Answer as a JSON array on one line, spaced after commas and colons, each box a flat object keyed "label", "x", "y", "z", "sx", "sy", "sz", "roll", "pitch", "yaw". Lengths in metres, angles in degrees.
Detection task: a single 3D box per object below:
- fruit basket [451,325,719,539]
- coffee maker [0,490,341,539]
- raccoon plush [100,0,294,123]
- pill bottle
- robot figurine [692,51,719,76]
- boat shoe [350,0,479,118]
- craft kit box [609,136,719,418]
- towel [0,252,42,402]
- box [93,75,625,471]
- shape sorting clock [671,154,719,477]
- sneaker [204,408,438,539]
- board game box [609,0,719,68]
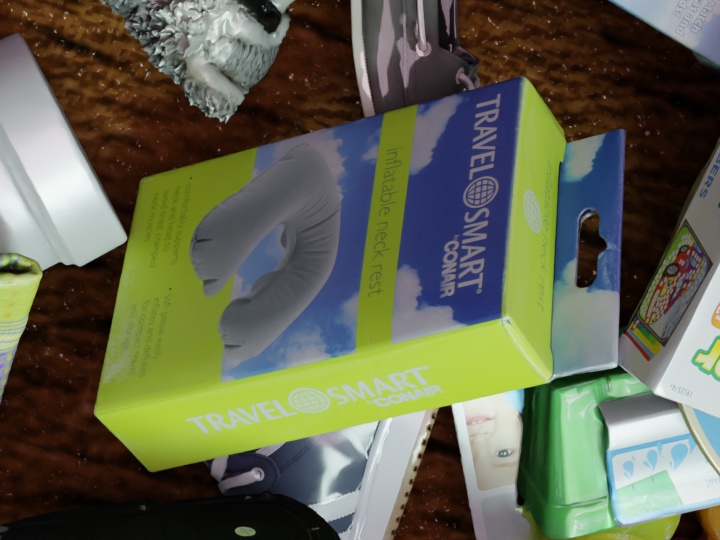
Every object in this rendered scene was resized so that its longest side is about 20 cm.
[{"label": "fruit basket", "x": 0.142, "y": 0.121, "z": 1.007, "sx": 0.185, "sy": 0.094, "sz": 0.200, "roll": -11, "pitch": 100, "yaw": -5}, {"label": "coffee maker", "x": -0.094, "y": 0.199, "z": 0.921, "sx": 0.192, "sy": 0.135, "sz": 0.200, "roll": 0, "pitch": 103, "yaw": 12}, {"label": "raccoon plush", "x": -0.119, "y": -0.127, "z": 0.975, "sx": 0.200, "sy": 0.097, "sz": 0.134, "roll": 0, "pitch": 111, "yaw": 22}, {"label": "pill bottle", "x": -0.201, "y": -0.009, "z": 0.942, "sx": 0.200, "sy": 0.116, "sz": 0.116, "roll": -27, "pitch": 98, "yaw": -3}, {"label": "robot figurine", "x": 0.204, "y": -0.165, "z": 0.974, "sx": 0.169, "sy": 0.113, "sz": 0.200, "roll": 24, "pitch": 94, "yaw": 26}, {"label": "boat shoe", "x": 0.026, "y": -0.114, "z": 0.979, "sx": 0.057, "sy": 0.067, "sz": 0.200, "roll": -7, "pitch": 94, "yaw": 10}, {"label": "craft kit box", "x": 0.220, "y": -0.018, "z": 0.872, "sx": 0.200, "sy": 0.049, "sz": 0.198, "roll": 20, "pitch": 103, "yaw": -23}, {"label": "towel", "x": -0.204, "y": 0.069, "z": 0.918, "sx": 0.143, "sy": 0.023, "sz": 0.200, "roll": -7, "pitch": 140, "yaw": -29}, {"label": "box", "x": 0.000, "y": 0.000, "z": 0.915, "sx": 0.200, "sy": 0.122, "sz": 0.048, "roll": -14, "pitch": 138, "yaw": 25}, {"label": "shape sorting clock", "x": 0.215, "y": 0.015, "z": 0.938, "sx": 0.200, "sy": 0.039, "sz": 0.200, "roll": -2, "pitch": 97, "yaw": -14}, {"label": "sneaker", "x": -0.043, "y": 0.107, "z": 0.996, "sx": 0.108, "sy": 0.070, "sz": 0.200, "roll": 20, "pitch": 96, "yaw": -3}, {"label": "board game box", "x": 0.153, "y": -0.156, "z": 0.910, "sx": 0.200, "sy": 0.037, "sz": 0.151, "roll": 34, "pitch": 96, "yaw": 14}]
